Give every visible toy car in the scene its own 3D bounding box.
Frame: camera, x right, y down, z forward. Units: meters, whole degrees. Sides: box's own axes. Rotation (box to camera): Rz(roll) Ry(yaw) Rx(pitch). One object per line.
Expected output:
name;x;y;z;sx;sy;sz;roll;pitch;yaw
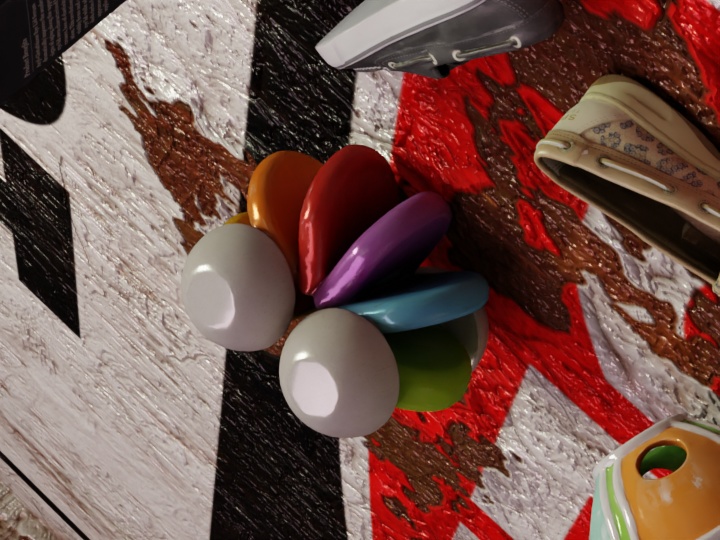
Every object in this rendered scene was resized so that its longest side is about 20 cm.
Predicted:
toy car;0.000;0.000;1.357;0.200;0.175;0.150;40;121;19

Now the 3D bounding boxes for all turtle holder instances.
turtle holder;0.208;0.159;1.264;0.132;0.141;0.185;57;-158;16

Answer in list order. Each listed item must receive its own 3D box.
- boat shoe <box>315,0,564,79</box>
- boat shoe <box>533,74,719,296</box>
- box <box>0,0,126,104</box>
boat shoe;0.039;-0.131;1.134;0.057;0.069;0.200;52;156;-13
boat shoe;0.179;-0.016;1.072;0.200;0.063;0.073;40;157;18
box;-0.205;-0.219;1.258;0.148;0.200;0.104;42;158;14
